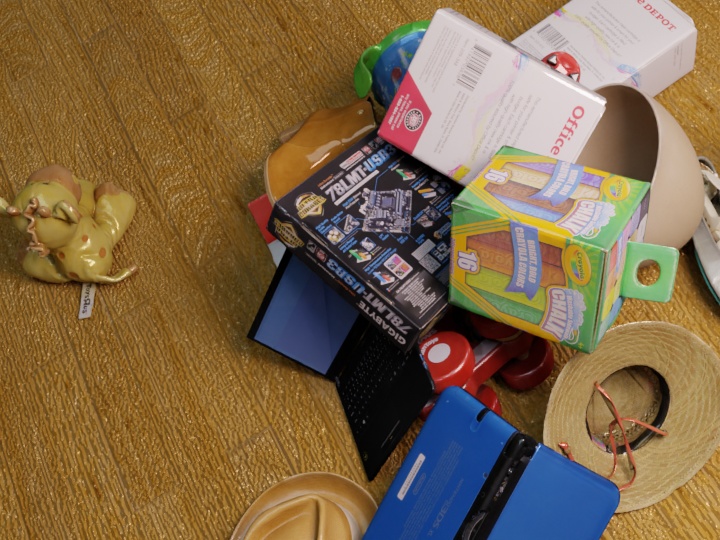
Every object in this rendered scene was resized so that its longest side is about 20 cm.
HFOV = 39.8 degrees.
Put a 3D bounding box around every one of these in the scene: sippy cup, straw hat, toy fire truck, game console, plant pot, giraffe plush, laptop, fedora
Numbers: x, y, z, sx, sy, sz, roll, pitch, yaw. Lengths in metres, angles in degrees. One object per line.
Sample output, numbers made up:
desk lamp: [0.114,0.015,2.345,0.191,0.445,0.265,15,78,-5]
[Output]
sippy cup: [0.085,-0.214,1.230,0.174,0.141,0.132,-15,50,1]
straw hat: [0.264,0.133,1.008,0.198,0.204,0.085,-23,16,2]
toy fire truck: [0.108,0.074,1.093,0.199,0.113,0.168,-41,39,-10]
game console: [0.122,0.246,0.972,0.170,0.117,0.202,33,96,48]
plant pot: [0.293,-0.081,1.079,0.200,0.133,0.204,-39,41,45]
giraffe plush: [-0.390,-0.063,1.278,0.170,0.163,0.202,-22,56,3]
laptop: [-0.027,0.096,1.057,0.101,0.178,0.202,-1,51,-28]
fedora: [-0.067,0.295,1.021,0.196,0.082,0.204,-7,59,12]

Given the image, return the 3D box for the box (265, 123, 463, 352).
box: [0.035,-0.042,1.046,0.198,0.050,0.200,39,48,12]

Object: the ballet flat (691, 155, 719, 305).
ballet flat: [0.392,-0.042,1.083,0.064,0.066,0.203,-49,42,40]

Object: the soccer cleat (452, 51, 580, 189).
soccer cleat: [0.177,-0.166,1.142,0.068,0.085,0.201,40,93,1]

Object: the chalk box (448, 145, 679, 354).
chalk box: [0.196,-0.016,0.937,0.197,0.126,0.124,19,42,27]

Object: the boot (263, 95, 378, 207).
boot: [-0.042,-0.150,1.252,0.142,0.071,0.203,-20,35,19]

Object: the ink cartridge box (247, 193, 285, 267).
ink cartridge box: [-0.045,-0.062,1.243,0.158,0.047,0.202,-30,58,-2]

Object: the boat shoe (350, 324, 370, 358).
boat shoe: [0.000,0.000,1.138,0.066,0.204,0.073,-13,19,-35]

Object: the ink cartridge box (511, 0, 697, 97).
ink cartridge box: [0.295,-0.262,1.236,0.198,0.085,0.145,-35,58,-3]

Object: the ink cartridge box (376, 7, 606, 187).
ink cartridge box: [0.138,-0.163,1.049,0.198,0.086,0.149,30,109,3]
